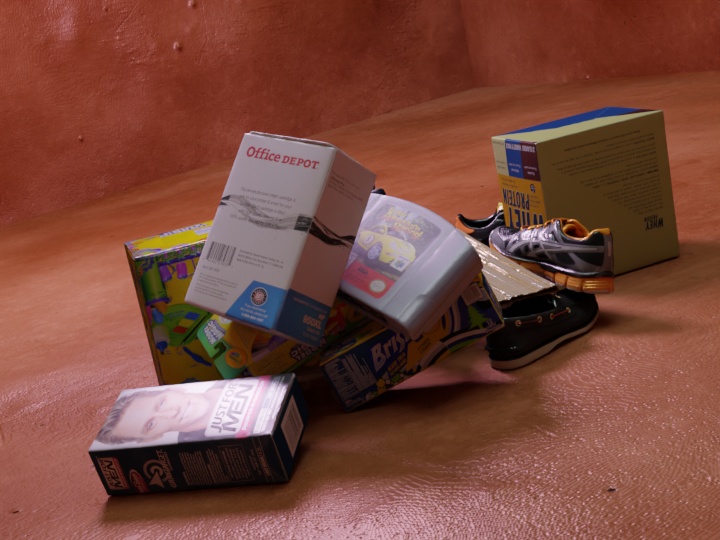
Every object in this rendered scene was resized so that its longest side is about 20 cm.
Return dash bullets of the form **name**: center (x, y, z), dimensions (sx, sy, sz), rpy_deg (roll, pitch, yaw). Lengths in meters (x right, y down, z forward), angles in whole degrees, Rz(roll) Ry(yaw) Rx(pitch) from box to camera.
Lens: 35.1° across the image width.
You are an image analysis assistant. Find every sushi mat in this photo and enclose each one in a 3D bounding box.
- **sushi mat**: center (0.138, -0.007, 1.362), dimensions (0.095, 0.012, 0.200), rpy_deg (-14, 29, -29)

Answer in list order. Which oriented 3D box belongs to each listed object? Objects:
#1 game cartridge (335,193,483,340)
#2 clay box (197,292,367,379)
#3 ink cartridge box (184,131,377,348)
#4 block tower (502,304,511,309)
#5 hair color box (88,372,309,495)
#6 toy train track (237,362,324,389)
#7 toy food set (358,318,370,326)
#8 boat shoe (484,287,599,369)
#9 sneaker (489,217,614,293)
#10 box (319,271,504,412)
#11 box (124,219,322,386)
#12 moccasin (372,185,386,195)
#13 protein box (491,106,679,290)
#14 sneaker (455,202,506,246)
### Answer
- **game cartridge**: center (0.031, -0.014, 1.233), dimensions (0.133, 0.041, 0.199), rpy_deg (-45, 44, -19)
- **clay box**: center (-0.081, 0.052, 1.293), dimensions (0.199, 0.048, 0.115), rpy_deg (-35, 40, -7)
- **ink cartridge box**: center (-0.085, -0.036, 1.226), dimensions (0.144, 0.202, 0.084), rpy_deg (15, -8, 40)
- **block tower**: center (0.151, 0.017, 1.524), dimensions (0.198, 0.055, 0.058), rpy_deg (2, 20, 43)
- **hair color box**: center (-0.160, 0.163, 1.139), dimensions (0.197, 0.061, 0.100), rpy_deg (-8, 30, 16)
- **toy train track**: center (-0.093, 0.149, 1.252), dimensions (0.113, 0.033, 0.200), rpy_deg (-11, 21, 16)
- **toy food set**: center (0.025, 0.036, 1.394), dimensions (0.198, 0.144, 0.061), rpy_deg (1, 47, 43)
- **boat shoe**: center (0.215, 0.051, 1.327), dimensions (0.073, 0.064, 0.200), rpy_deg (0, 17, 44)
- **sneaker**: center (0.238, -0.030, 1.395), dimensions (0.078, 0.078, 0.199), rpy_deg (-2, 16, -39)
- **box**: center (0.056, 0.072, 1.241), dimensions (0.198, 0.065, 0.070), rpy_deg (-29, 11, 10)
- **box**: center (-0.166, 0.042, 1.393), dimensions (0.198, 0.195, 0.122), rpy_deg (-15, 14, -15)
- **moccasin**: center (0.001, -0.081, 1.423), dimensions (0.080, 0.069, 0.199), rpy_deg (-16, 12, -24)
- **protein box**: center (0.307, -0.102, 1.558), dimensions (0.196, 0.203, 0.135), rpy_deg (-15, 14, -16)
- **sneaker**: center (0.234, -0.059, 1.680), dimensions (0.197, 0.091, 0.070), rpy_deg (-9, 14, 12)
